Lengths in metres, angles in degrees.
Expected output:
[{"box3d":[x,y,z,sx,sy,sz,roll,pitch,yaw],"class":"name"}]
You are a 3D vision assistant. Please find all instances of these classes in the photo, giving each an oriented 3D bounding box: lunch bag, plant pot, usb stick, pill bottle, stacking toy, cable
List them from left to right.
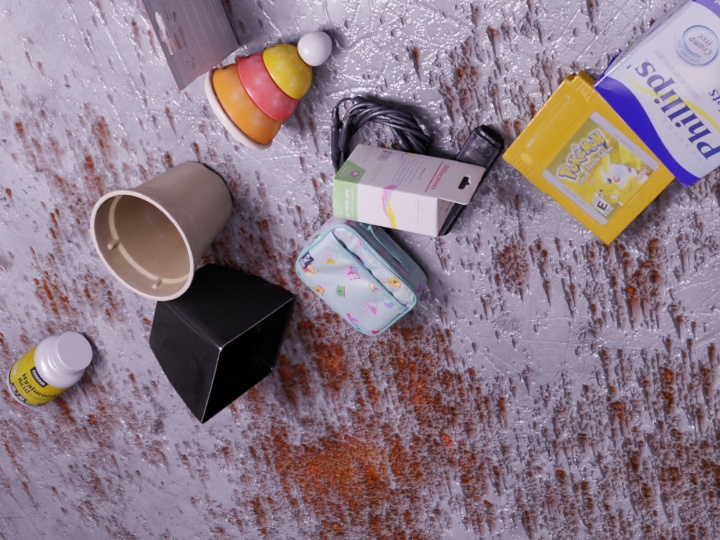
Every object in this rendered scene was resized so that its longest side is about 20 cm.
[{"box3d":[-0.637,0.200,2.207,0.199,0.111,0.112,-32,102,39],"class":"pill bottle"},{"box3d":[-0.315,-0.083,1.786,0.198,0.184,0.203,14,126,21],"class":"plant pot"},{"box3d":[-0.259,0.108,1.889,0.177,0.199,0.201,36,132,19],"class":"plant pot"},{"box3d":[-0.121,-0.290,1.603,0.199,0.146,0.147,-34,101,21],"class":"stacking toy"},{"box3d":[0.000,0.000,1.724,0.200,0.077,0.160,43,133,-10],"class":"lunch bag"},{"box3d":[0.030,-0.167,1.630,0.161,0.051,0.202,12,127,14],"class":"cable"},{"box3d":[0.148,-0.130,1.591,0.055,0.033,0.201,40,132,10],"class":"usb stick"}]

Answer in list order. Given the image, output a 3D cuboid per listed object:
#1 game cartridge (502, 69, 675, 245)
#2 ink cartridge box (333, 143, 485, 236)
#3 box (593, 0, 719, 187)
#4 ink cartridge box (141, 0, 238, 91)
[{"box3d":[0.320,-0.155,1.477,0.199,0.032,0.177,38,131,1],"class":"game cartridge"},{"box3d":[0.071,-0.113,1.540,0.198,0.117,0.068,12,126,16],"class":"ink cartridge box"},{"box3d":[0.426,-0.236,1.314,0.184,0.105,0.200,46,132,-4],"class":"box"},{"box3d":[-0.264,-0.365,1.559,0.056,0.200,0.164,-7,116,30],"class":"ink cartridge box"}]
